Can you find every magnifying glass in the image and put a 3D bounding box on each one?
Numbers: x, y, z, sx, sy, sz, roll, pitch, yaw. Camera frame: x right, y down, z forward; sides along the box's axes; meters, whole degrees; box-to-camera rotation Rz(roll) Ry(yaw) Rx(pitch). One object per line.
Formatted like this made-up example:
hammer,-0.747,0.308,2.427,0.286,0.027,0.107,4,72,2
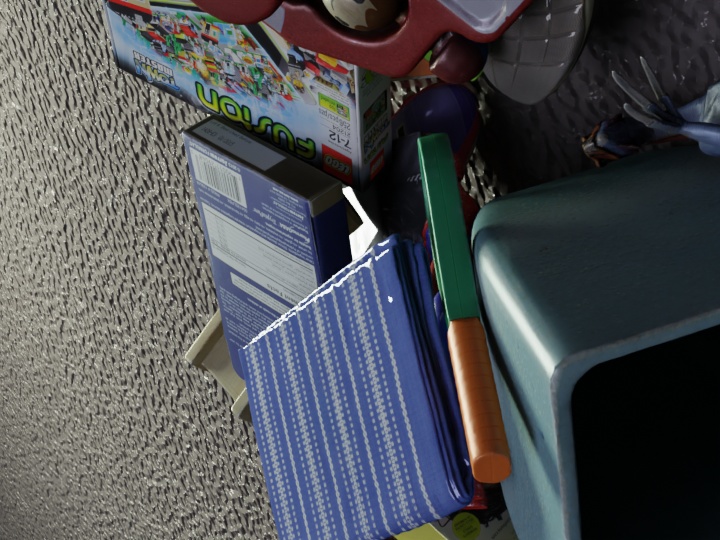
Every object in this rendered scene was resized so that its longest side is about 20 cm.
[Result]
magnifying glass,0.050,0.014,0.719,0.080,0.022,0.202,81,-177,-50

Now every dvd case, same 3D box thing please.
dvd case,0.000,0.000,0.940,0.199,0.016,0.151,-10,86,62

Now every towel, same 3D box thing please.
towel,-0.006,0.080,0.805,0.200,0.024,0.147,-35,64,54

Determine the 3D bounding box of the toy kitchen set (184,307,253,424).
toy kitchen set,0.013,0.073,1.120,0.163,0.181,0.199,41,-173,37

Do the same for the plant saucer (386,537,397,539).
plant saucer,0.076,0.116,1.008,0.198,0.037,0.204,2,94,28

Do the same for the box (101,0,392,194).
box,-0.071,-0.133,0.866,0.198,0.035,0.111,28,147,23

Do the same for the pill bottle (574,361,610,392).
pill bottle,0.138,0.098,0.892,0.201,0.112,0.112,53,151,12

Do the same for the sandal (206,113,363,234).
sandal,-0.075,-0.078,0.954,0.078,0.069,0.212,49,-176,-48

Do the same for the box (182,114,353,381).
box,-0.050,0.010,0.918,0.120,0.032,0.202,30,140,38

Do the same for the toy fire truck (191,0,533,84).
toy fire truck,0.012,-0.168,0.708,0.167,0.113,0.200,37,142,-6

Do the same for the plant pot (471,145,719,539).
plant pot,0.153,0.042,0.742,0.201,0.193,0.198,-121,18,-54

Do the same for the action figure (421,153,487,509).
action figure,0.049,0.029,0.813,0.065,0.051,0.203,52,-141,-68

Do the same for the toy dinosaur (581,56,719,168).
toy dinosaur,0.182,-0.067,0.682,0.201,0.105,0.182,50,161,7

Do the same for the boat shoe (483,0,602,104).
boat shoe,0.111,-0.173,0.727,0.074,0.073,0.202,41,141,26

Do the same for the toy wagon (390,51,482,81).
toy wagon,0.033,-0.194,0.794,0.154,0.040,0.200,31,137,-5

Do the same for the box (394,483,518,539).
box,0.080,0.156,0.836,0.199,0.075,0.050,40,148,13

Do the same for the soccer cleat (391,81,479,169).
soccer cleat,0.033,-0.036,0.952,0.201,0.066,0.077,118,144,-43
